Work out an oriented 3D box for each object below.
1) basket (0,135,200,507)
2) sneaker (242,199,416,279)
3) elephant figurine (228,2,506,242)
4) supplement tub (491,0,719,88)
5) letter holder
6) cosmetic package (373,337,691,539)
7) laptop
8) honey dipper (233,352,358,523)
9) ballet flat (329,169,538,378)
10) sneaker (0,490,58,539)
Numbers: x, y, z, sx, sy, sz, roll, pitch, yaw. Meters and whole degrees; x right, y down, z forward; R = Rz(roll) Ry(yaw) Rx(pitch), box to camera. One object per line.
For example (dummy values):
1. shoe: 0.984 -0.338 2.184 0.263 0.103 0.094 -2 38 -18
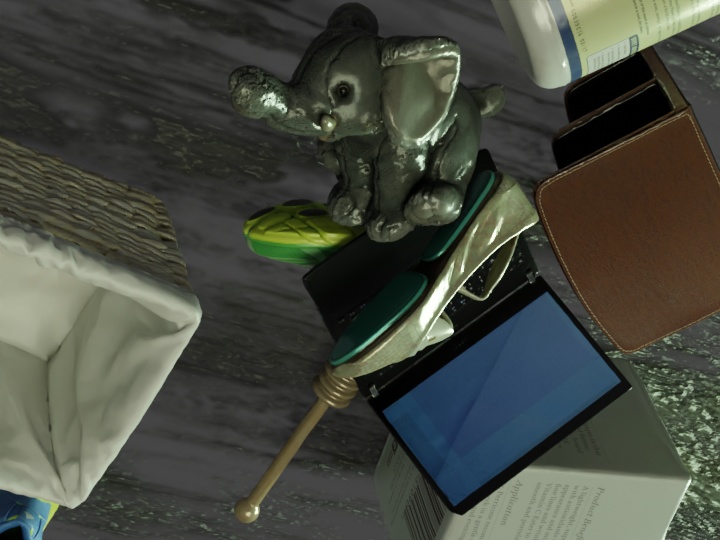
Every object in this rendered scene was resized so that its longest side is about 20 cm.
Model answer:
1. basket: -0.249 0.027 1.284 0.197 0.161 0.201 22 117 -28
2. sneaker: 0.000 0.000 1.394 0.198 0.074 0.084 13 108 -24
3. elephant figurine: 0.009 -0.125 1.268 0.140 0.156 0.201 -8 139 18
4. supplement tub: 0.186 -0.229 1.242 0.199 0.145 0.146 -24 128 2
5. letter holder: 0.214 -0.050 1.409 0.141 0.101 0.201 -28 127 8
6. cosmetic package: 0.139 0.177 1.508 0.198 0.166 0.166 7 123 -20
7. laptop: 0.083 0.047 1.358 0.177 0.103 0.201 -35 125 -13
8. honey dipper: -0.054 0.142 1.512 0.038 0.038 0.201 21 119 -28
9. ballet flat: 0.060 0.015 1.314 0.062 0.067 0.200 43 81 -18
10. sneaker: -0.316 0.249 1.464 0.075 0.105 0.201 28 110 -11
